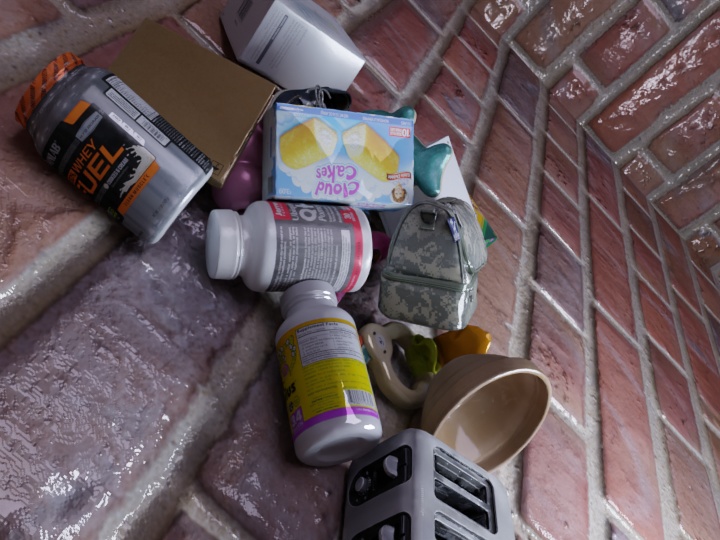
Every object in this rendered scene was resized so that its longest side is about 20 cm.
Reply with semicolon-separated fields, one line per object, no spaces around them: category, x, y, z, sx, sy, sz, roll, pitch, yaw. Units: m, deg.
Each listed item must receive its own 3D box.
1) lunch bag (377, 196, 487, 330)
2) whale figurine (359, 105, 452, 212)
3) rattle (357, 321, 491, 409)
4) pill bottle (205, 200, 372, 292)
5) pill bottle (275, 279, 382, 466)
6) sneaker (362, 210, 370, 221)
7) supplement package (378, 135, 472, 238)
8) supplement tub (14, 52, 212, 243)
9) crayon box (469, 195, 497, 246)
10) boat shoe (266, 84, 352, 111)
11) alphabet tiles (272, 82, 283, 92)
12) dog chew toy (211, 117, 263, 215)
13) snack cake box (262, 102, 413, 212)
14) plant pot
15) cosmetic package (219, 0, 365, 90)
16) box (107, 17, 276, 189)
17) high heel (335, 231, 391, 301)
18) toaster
lunch bag;0.110;-0.020;1.018;0.135;0.173;0.200;8;10;16
whale figurine;0.040;-0.168;1.031;0.102;0.163;0.198;15;7;-46
rattle;0.063;0.107;0.951;0.199;0.141;0.133;35;57;-36
pill bottle;-0.092;-0.029;0.886;0.195;0.112;0.113;1;52;-26
pill bottle;-0.044;0.116;0.830;0.103;0.104;0.204;17;45;-40
sneaker;-0.017;-0.115;1.158;0.083;0.072;0.201;58;32;-21
supplement package;0.115;-0.104;1.196;0.155;0.109;0.205;-36;107;-59
supplement tub;-0.274;-0.137;0.789;0.199;0.122;0.124;41;33;-13
crayon box;0.180;-0.125;1.408;0.118;0.058;0.203;-13;67;-56
boat shoe;-0.070;-0.226;1.008;0.200;0.060;0.077;-39;124;-62
alphabet tiles;-0.065;-0.254;1.191;0.197;0.015;0.196;30;11;-23
dog chew toy;-0.170;-0.164;0.959;0.123;0.124;0.205;17;52;-41
snack cake box;-0.029;-0.144;0.921;0.195;0.067;0.119;1;86;-24
plant pot;0.152;0.183;0.947;0.198;0.203;0.093;19;21;-39
cosmetic package;-0.121;-0.408;1.229;0.197;0.124;0.201;25;26;-37
box;-0.227;-0.217;0.895;0.196;0.021;0.166;26;66;-1
high heel;0.000;0.000;1.035;0.197;0.068;0.097;-8;53;-49
toaster;0.079;0.307;0.777;0.198;0.118;0.183;36;35;-21
